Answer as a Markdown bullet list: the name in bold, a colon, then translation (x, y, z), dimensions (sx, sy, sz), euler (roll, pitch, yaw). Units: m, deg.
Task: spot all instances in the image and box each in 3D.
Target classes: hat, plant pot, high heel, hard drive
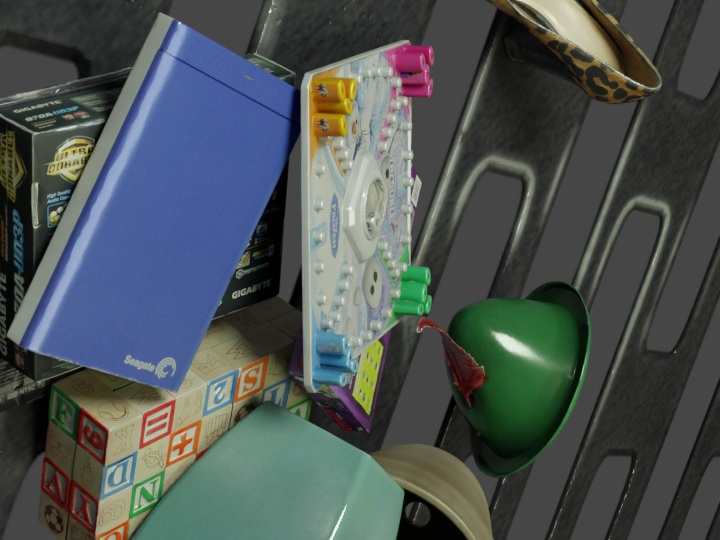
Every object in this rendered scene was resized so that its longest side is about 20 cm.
- **hat**: translation (0.072, 0.056, 1.264), dimensions (0.175, 0.200, 0.167), euler (21, 50, -21)
- **plant pot**: translation (0.027, 0.220, 1.218), dimensions (0.173, 0.198, 0.202), euler (-40, 145, -69)
- **high heel**: translation (0.147, -0.205, 1.152), dimensions (0.072, 0.142, 0.200), euler (-51, 141, -16)
- **hard drive**: translation (-0.113, -0.034, 0.931), dimensions (0.132, 0.025, 0.201), euler (23, 93, -52)
- **plant pot**: translation (-0.066, 0.202, 1.054), dimensions (0.201, 0.140, 0.141), euler (-60, 153, -12)

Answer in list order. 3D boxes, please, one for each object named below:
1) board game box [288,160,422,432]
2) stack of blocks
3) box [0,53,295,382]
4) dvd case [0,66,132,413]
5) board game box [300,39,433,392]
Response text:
- **board game box**: translation (0.000, 0.000, 1.114), dimensions (0.120, 0.032, 0.202), euler (62, 38, -64)
- **stack of blocks**: translation (-0.119, 0.103, 1.070), dimensions (0.199, 0.058, 0.116), euler (-24, 136, -44)
- **box**: translation (-0.130, -0.036, 0.970), dimensions (0.199, 0.046, 0.160), euler (-20, 126, -40)
- **dvd case**: translation (-0.191, -0.015, 0.965), dimensions (0.148, 0.016, 0.202), euler (-21, 126, -41)
- **board game box**: translation (0.009, -0.042, 1.054), dimensions (0.200, 0.026, 0.202), euler (-35, 127, -65)
